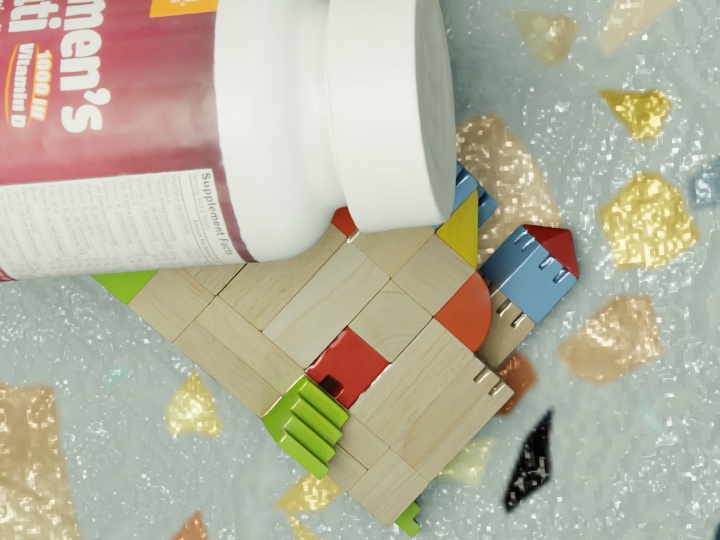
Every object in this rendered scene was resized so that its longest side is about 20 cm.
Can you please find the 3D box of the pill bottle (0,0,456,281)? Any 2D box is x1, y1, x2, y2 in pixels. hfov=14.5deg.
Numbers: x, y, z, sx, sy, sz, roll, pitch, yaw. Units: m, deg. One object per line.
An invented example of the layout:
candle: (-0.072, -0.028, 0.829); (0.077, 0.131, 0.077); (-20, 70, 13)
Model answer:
pill bottle: (-0.070, -0.055, 1.017); (0.198, 0.110, 0.110); (-5, 93, 11)

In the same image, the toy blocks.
toy blocks: (0.000, 0.000, 1.122); (0.137, 0.100, 0.200); (-47, 115, 3)
